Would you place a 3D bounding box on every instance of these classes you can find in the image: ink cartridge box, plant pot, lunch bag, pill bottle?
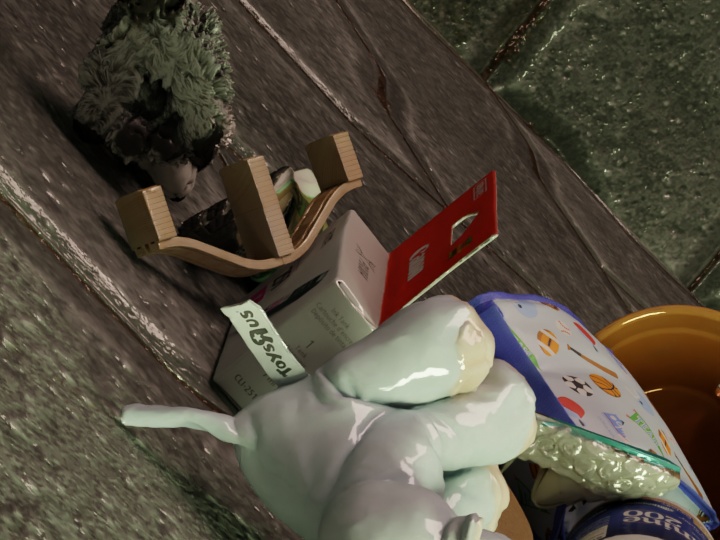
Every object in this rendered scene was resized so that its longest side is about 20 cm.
[{"bbox_3d":[0.000,0.000,1.585,0.044,0.173,0.200,48,10,-8],"label":"ink cartridge box"},{"bbox_3d":[0.242,0.141,2.115,0.200,0.200,0.140,51,-7,14],"label":"plant pot"},{"bbox_3d":[0.144,0.116,1.930,0.170,0.124,0.200,56,5,30],"label":"lunch bag"},{"bbox_3d":[0.172,0.212,1.714,0.111,0.111,0.200,49,10,-1],"label":"pill bottle"}]

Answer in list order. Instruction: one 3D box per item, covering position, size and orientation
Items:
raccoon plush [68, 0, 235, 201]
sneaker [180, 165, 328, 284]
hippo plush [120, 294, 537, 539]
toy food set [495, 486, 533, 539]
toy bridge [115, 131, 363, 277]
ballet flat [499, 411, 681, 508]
[{"bbox_3d":[-0.107,-0.142,1.686,0.096,0.201,0.134,17,8,5],"label":"raccoon plush"},{"bbox_3d":[-0.050,-0.014,1.744,0.089,0.077,0.200,61,14,2],"label":"sneaker"},{"bbox_3d":[0.025,0.105,1.312,0.200,0.159,0.161,43,5,-36],"label":"hippo plush"},{"bbox_3d":[0.035,0.119,1.656,0.200,0.049,0.198,49,10,4],"label":"toy food set"},{"bbox_3d":[-0.061,-0.033,1.634,0.200,0.027,0.068,-19,90,-50],"label":"toy bridge"},{"bbox_3d":[0.107,0.115,1.780,0.199,0.072,0.072,24,10,3],"label":"ballet flat"}]
